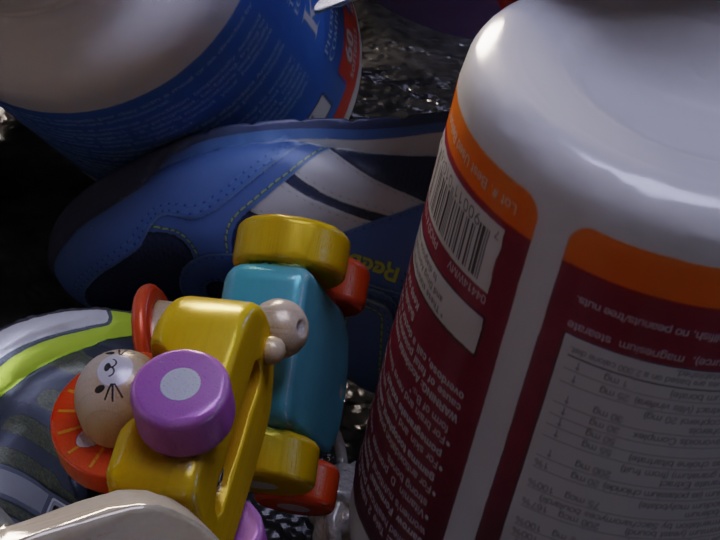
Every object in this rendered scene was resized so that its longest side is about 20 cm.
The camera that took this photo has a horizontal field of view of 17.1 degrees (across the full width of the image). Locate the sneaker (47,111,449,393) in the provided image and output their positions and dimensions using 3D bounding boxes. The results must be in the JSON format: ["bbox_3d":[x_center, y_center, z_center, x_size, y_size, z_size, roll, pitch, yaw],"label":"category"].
[{"bbox_3d":[0.000,0.000,0.742,0.199,0.074,0.083,-5,72,8],"label":"sneaker"}]

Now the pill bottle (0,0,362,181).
[{"bbox_3d":[-0.074,-0.092,0.738,0.112,0.112,0.200,27,-5,18],"label":"pill bottle"}]

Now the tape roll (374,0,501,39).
[{"bbox_3d":[0.054,-0.183,0.802,0.200,0.200,0.085,31,-6,23],"label":"tape roll"}]

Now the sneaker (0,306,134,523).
[{"bbox_3d":[-0.101,0.080,0.616,0.081,0.074,0.200,37,46,19],"label":"sneaker"}]

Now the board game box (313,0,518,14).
[{"bbox_3d":[0.084,-0.094,0.636,0.158,0.039,0.200,-34,13,-39],"label":"board game box"}]

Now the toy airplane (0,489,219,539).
[{"bbox_3d":[-0.144,0.111,0.467,0.199,0.141,0.200,21,75,-7],"label":"toy airplane"}]

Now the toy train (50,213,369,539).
[{"bbox_3d":[-0.044,0.070,0.596,0.055,0.151,0.200,5,24,12],"label":"toy train"}]

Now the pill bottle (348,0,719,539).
[{"bbox_3d":[0.058,0.038,0.606,0.109,0.201,0.110,10,34,-7],"label":"pill bottle"}]
